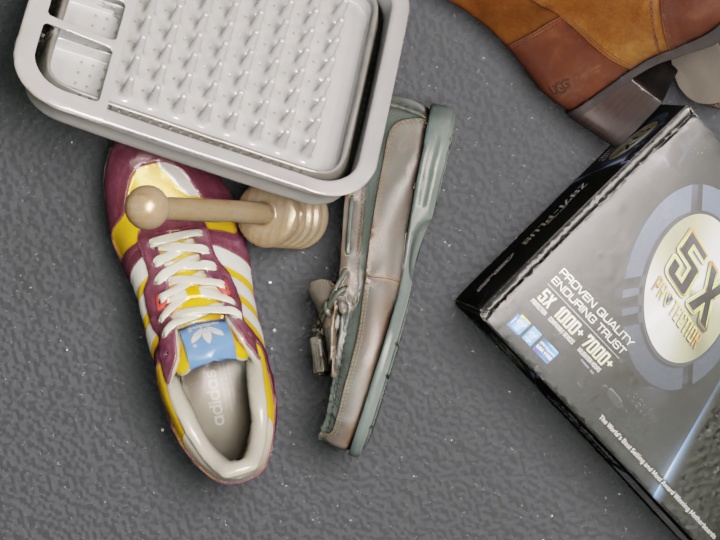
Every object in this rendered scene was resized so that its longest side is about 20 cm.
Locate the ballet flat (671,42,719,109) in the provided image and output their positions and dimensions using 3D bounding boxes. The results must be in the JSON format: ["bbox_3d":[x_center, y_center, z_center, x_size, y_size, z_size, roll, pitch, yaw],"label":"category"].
[{"bbox_3d":[0.194,-0.190,1.572,0.067,0.046,0.201,-7,90,29],"label":"ballet flat"}]

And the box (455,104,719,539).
[{"bbox_3d":[0.182,0.034,1.562,0.164,0.086,0.200,-43,98,-3],"label":"box"}]

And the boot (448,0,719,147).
[{"bbox_3d":[0.118,-0.192,1.515,0.200,0.069,0.188,40,126,-6],"label":"boot"}]

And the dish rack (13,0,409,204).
[{"bbox_3d":[-0.081,-0.119,1.508,0.199,0.044,0.172,18,53,-8],"label":"dish rack"}]

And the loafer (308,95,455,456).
[{"bbox_3d":[0.000,0.000,1.550,0.063,0.072,0.201,15,83,-1],"label":"loafer"}]

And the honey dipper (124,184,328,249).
[{"bbox_3d":[-0.071,-0.032,1.473,0.038,0.200,0.038,-1,89,21],"label":"honey dipper"}]

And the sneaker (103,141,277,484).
[{"bbox_3d":[-0.087,0.017,1.525,0.075,0.090,0.201,-19,96,-5],"label":"sneaker"}]
